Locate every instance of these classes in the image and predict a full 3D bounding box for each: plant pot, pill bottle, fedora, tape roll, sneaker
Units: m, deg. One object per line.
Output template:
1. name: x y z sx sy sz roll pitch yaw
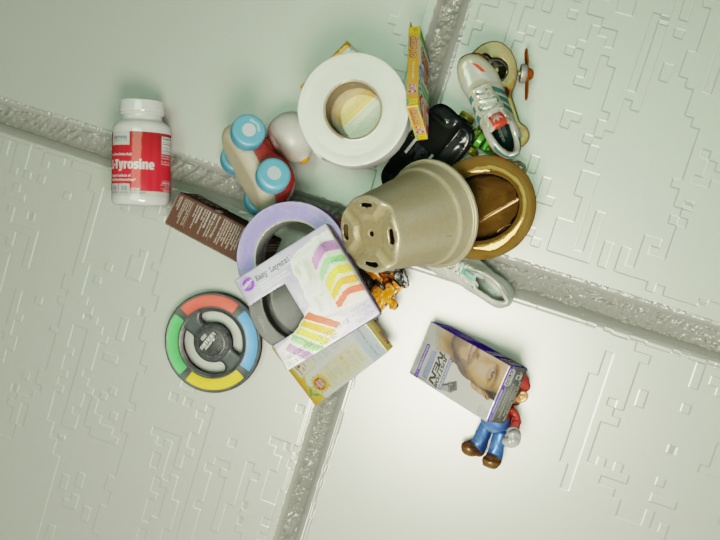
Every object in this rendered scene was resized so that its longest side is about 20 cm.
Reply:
1. plant pot: 0.072 -0.082 1.482 0.200 0.183 0.201 15 113 39
2. pill bottle: -0.424 -0.226 1.648 0.112 0.112 0.201 2 93 9
3. fedora: 0.225 -0.116 1.561 0.200 0.082 0.202 2 97 16
4. tape roll: -0.010 -0.282 1.523 0.201 0.071 0.203 0 92 7
5. sneaker: 0.196 0.002 1.568 0.200 0.088 0.075 31 98 7
6. tape roll: -0.116 -0.022 1.525 0.199 0.085 0.201 0 90 6
7. sneaker: 0.232 -0.285 1.484 0.070 0.093 0.200 -25 105 6

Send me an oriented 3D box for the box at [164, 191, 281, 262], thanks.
1. box: -0.262 -0.075 1.634 0.199 0.100 0.075 29 96 6

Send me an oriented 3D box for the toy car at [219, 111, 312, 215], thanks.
1. toy car: -0.141 -0.223 1.598 0.200 0.184 0.177 -29 88 -19

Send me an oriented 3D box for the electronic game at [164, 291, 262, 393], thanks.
1. electronic game: -0.290 0.142 1.678 0.199 0.042 0.201 0 93 10

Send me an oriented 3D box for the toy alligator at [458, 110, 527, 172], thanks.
1. toy alligator: 0.223 -0.238 1.570 0.200 0.054 0.059 34 98 6

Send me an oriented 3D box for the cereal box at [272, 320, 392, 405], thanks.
1. cereal box: -0.055 0.145 1.614 0.200 0.040 0.144 -39 87 25

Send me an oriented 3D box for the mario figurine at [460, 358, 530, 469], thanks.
1. mario figurine: 0.241 0.256 1.564 0.123 0.106 0.201 17 97 5

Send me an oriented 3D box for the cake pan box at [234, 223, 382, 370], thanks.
1. cake pan box: -0.092 0.046 1.458 0.200 0.052 0.185 -30 86 6

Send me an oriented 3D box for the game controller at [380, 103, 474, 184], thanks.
1. game controller: 0.121 -0.209 1.574 0.104 0.042 0.200 49 118 17

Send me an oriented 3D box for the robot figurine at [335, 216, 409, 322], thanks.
1. robot figurine: 0.000 0.000 1.610 0.200 0.058 0.145 44 108 5

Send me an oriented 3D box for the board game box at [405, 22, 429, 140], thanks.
1. board game box: 0.103 -0.342 1.522 0.030 0.096 0.201 -6 60 13

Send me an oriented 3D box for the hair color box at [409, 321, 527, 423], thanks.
1. hair color box: 0.191 0.182 1.538 0.200 0.065 0.110 28 98 42

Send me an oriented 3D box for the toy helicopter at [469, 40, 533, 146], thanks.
1. toy helicopter: 0.268 -0.323 1.558 0.132 0.079 0.201 -22 96 0

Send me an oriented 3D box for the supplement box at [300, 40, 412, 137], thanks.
1. supplement box: 0.002 -0.309 1.593 0.126 0.074 0.200 -42 86 8
